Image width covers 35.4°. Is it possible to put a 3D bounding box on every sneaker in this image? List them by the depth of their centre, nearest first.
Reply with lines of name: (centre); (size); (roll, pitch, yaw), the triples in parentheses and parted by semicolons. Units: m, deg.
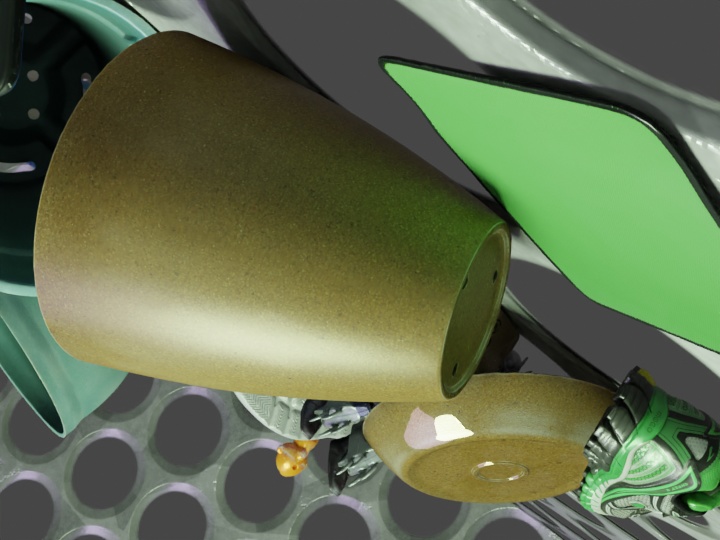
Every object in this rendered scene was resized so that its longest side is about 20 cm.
sneaker: (0.190, 0.131, 0.717); (0.085, 0.078, 0.200); (32, 171, 20)
sneaker: (-0.044, 0.120, 1.083); (0.199, 0.078, 0.112); (25, 179, -21)

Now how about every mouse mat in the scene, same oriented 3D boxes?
mouse mat: (0.105, -0.019, 0.477); (0.200, 0.008, 0.161); (44, 169, -37)

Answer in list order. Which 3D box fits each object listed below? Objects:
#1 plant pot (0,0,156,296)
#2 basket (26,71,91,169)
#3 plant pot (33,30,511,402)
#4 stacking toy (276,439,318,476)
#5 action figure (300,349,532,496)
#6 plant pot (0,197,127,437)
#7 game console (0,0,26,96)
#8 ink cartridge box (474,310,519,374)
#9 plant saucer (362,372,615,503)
plant pot: (-0.235, -0.110, 0.799); (0.200, 0.201, 0.196); (41, 179, -30)
basket: (-0.301, -0.095, 1.043); (0.176, 0.201, 0.139); (35, 172, 4)
plant pot: (-0.031, -0.008, 0.584); (0.199, 0.187, 0.186); (19, 166, 21)
stacking toy: (-0.027, 0.135, 1.208); (0.116, 0.201, 0.110); (40, 171, -35)
action figure: (0.050, 0.109, 0.911); (0.131, 0.199, 0.069); (56, -153, -17)
plant pot: (-0.246, 0.016, 0.931); (0.200, 0.134, 0.201); (42, 154, 26)
game console: (-0.280, -0.186, 0.569); (0.199, 0.172, 0.118); (11, -170, 19)
ink cartridge box: (0.000, 0.000, 0.783); (0.164, 0.075, 0.200); (28, 170, 39)
plant saucer: (0.101, 0.131, 0.820); (0.199, 0.036, 0.201); (0, 151, 0)
